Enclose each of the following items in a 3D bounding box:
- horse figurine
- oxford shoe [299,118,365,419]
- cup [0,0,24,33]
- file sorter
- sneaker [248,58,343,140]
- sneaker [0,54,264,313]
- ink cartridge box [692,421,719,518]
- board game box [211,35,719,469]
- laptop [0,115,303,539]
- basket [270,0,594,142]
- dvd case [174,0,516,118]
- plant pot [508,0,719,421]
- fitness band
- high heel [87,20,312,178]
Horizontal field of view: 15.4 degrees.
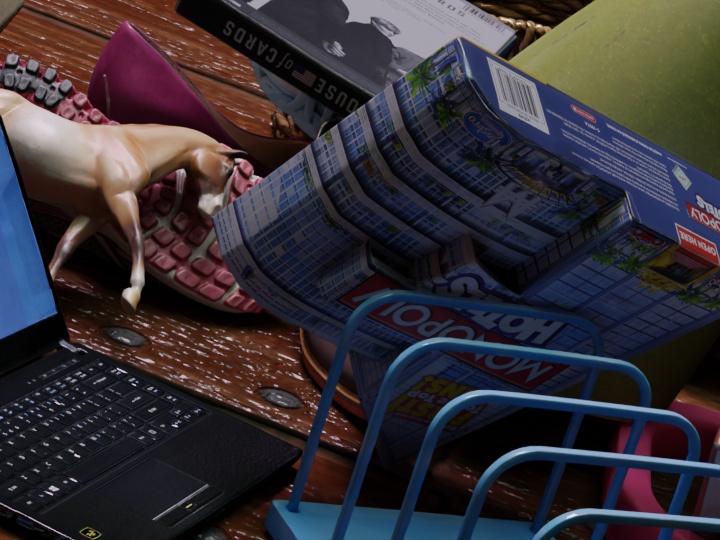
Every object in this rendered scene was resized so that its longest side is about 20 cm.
[{"bbox_3d":[-0.166,-0.042,1.309,0.199,0.050,0.133,13,52,3],"label":"horse figurine"},{"bbox_3d":[0.000,0.000,1.339,0.071,0.073,0.200,-9,38,-12],"label":"oxford shoe"},{"bbox_3d":[-0.266,-0.157,1.437,0.143,0.200,0.200,42,18,-7],"label":"cup"},{"bbox_3d":[0.072,0.107,1.082,0.138,0.123,0.200,8,21,-27],"label":"file sorter"},{"bbox_3d":[-0.020,-0.100,1.501,0.082,0.074,0.200,15,23,-40],"label":"sneaker"},{"bbox_3d":[-0.124,-0.041,1.388,0.199,0.075,0.081,32,65,7],"label":"sneaker"},{"bbox_3d":[0.239,0.040,1.240,0.116,0.068,0.201,18,52,10],"label":"ink cartridge box"},{"bbox_3d":[0.042,0.006,1.180,0.200,0.200,0.062,24,42,-41],"label":"board game box"},{"bbox_3d":[-0.133,0.023,1.156,0.199,0.104,0.177,24,21,17],"label":"laptop"},{"bbox_3d":[0.062,-0.117,1.634,0.199,0.150,0.143,13,20,-17],"label":"basket"},{"bbox_3d":[-0.003,-0.136,1.476,0.150,0.025,0.200,32,25,5],"label":"dvd case"},{"bbox_3d":[0.143,-0.061,1.302,0.187,0.200,0.188,29,31,-19],"label":"plant pot"},{"bbox_3d":[0.187,0.117,1.284,0.143,0.038,0.200,18,18,0],"label":"fitness band"},{"bbox_3d":[-0.065,-0.085,1.514,0.199,0.096,0.067,7,22,-27],"label":"high heel"}]
